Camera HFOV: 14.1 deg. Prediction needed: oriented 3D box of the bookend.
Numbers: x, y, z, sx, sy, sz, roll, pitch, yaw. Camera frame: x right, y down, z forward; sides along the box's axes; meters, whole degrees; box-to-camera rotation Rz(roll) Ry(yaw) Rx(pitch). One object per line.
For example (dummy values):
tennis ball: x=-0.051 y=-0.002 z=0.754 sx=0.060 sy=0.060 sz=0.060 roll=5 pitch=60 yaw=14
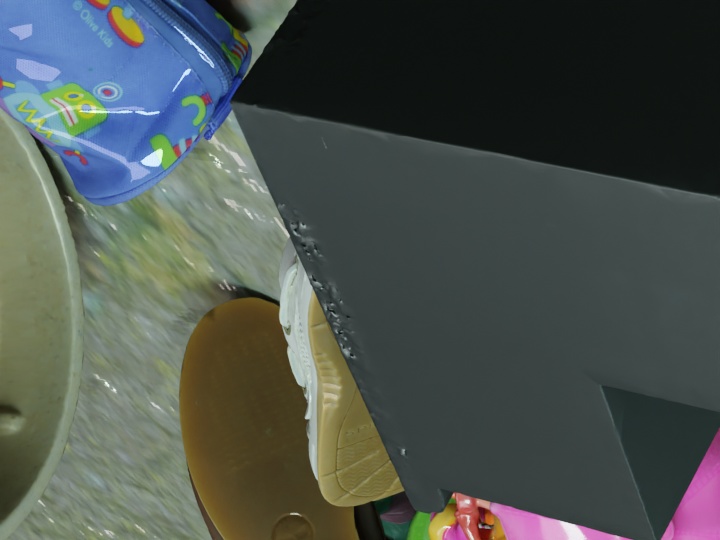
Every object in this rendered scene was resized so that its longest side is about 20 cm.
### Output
bookend: x=0.091 y=0.001 z=0.871 sx=0.199 sy=0.092 sz=0.199 roll=12 pitch=145 yaw=31

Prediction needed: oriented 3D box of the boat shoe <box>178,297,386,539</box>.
boat shoe: x=-0.024 y=0.111 z=1.162 sx=0.070 sy=0.201 sz=0.070 roll=-15 pitch=159 yaw=-5

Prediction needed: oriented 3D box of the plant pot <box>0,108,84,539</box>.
plant pot: x=-0.241 y=0.020 z=1.136 sx=0.183 sy=0.201 sz=0.201 roll=-6 pitch=138 yaw=31

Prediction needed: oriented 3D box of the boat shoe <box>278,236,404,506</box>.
boat shoe: x=0.000 y=0.000 z=1.029 sx=0.200 sy=0.071 sz=0.069 roll=100 pitch=151 yaw=-47

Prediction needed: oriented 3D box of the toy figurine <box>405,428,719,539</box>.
toy figurine: x=0.084 y=0.096 z=1.050 sx=0.200 sy=0.150 sz=0.184 roll=49 pitch=162 yaw=33

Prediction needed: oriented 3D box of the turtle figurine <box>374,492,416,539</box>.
turtle figurine: x=0.044 y=0.167 z=1.255 sx=0.149 sy=0.101 sz=0.201 roll=6 pitch=132 yaw=17

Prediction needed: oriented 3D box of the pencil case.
pencil case: x=-0.117 y=-0.109 z=0.950 sx=0.087 sy=0.078 sz=0.200 roll=-1 pitch=140 yaw=47
